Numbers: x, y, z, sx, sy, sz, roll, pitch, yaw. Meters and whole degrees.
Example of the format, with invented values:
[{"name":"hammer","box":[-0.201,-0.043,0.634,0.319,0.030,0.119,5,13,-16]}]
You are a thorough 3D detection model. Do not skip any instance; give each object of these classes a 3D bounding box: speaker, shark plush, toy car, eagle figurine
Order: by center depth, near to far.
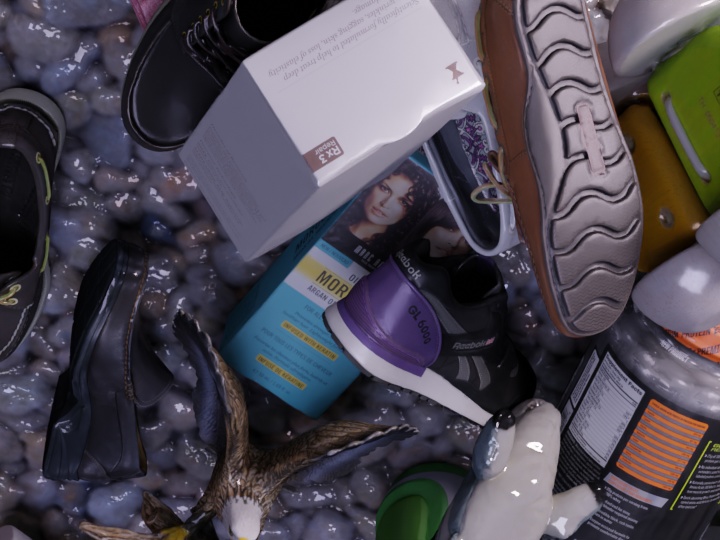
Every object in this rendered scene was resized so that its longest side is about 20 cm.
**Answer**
[{"name":"toy car","box":[0.213,-0.075,1.276,0.149,0.176,0.200,-17,163,-26]},{"name":"shark plush","box":[0.071,0.170,1.361,0.091,0.083,0.201,26,87,-21]},{"name":"eagle figurine","box":[-0.066,0.121,1.418,0.151,0.151,0.201,-2,131,-39]},{"name":"speaker","box":[0.044,0.214,1.451,0.088,0.200,0.089,3,123,5]}]

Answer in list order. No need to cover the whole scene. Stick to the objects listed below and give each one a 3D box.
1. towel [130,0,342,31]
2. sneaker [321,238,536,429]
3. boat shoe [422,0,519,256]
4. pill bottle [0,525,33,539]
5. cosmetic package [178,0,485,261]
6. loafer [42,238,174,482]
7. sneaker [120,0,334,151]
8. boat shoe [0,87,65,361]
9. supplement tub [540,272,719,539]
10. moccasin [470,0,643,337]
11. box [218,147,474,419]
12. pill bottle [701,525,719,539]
[{"name":"towel","box":[-0.029,-0.147,1.336,0.199,0.023,0.145,-15,120,15]},{"name":"sneaker","box":[0.069,0.037,1.371,0.088,0.076,0.200,-46,148,15]},{"name":"boat shoe","box":[0.053,-0.103,1.286,0.072,0.068,0.201,0,118,37]},{"name":"pill bottle","box":[-0.196,0.271,1.569,0.112,0.112,0.200,-38,112,26]},{"name":"cosmetic package","box":[-0.021,-0.081,1.231,0.113,0.200,0.081,-32,87,-20]},{"name":"loafer","box":[-0.157,0.061,1.461,0.072,0.073,0.201,11,133,-10]},{"name":"sneaker","box":[-0.080,-0.131,1.269,0.075,0.106,0.200,40,116,-9]},{"name":"boat shoe","box":[-0.232,-0.016,1.420,0.071,0.061,0.202,13,123,-1]},{"name":"supplement tub","box":[0.188,0.092,1.403,0.122,0.123,0.201,21,122,-7]},{"name":"moccasin","box":[0.103,-0.063,1.241,0.073,0.078,0.202,-21,97,-23]},{"name":"box","box":[0.000,0.000,1.410,0.082,0.049,0.200,33,121,-14]},{"name":"pill bottle","box":[0.223,0.243,1.500,0.200,0.114,0.114,-37,112,25]}]
